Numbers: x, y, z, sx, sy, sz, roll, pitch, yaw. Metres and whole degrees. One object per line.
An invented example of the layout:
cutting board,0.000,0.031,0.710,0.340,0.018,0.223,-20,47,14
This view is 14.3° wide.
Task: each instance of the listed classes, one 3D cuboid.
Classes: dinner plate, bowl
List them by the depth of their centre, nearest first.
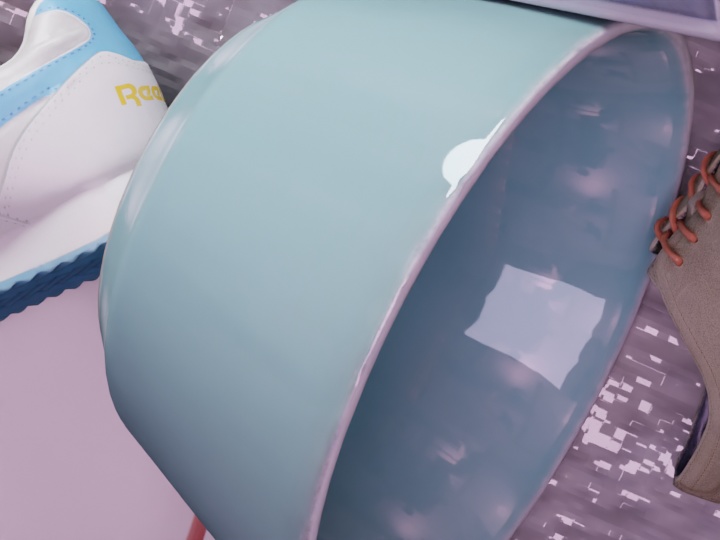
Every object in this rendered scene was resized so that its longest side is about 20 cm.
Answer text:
bowl,0.000,0.000,0.807,0.105,0.201,0.201,27,103,20
dinner plate,-0.122,0.058,0.904,0.200,0.024,0.201,1,100,6

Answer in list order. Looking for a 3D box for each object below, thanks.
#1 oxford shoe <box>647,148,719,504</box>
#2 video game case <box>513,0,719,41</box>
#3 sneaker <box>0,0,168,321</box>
oxford shoe,0.118,-0.014,0.826,0.074,0.071,0.200,1,112,11
video game case,0.013,-0.160,0.745,0.200,0.023,0.182,16,127,43
sneaker,-0.148,-0.014,0.851,0.200,0.077,0.081,-23,85,7
